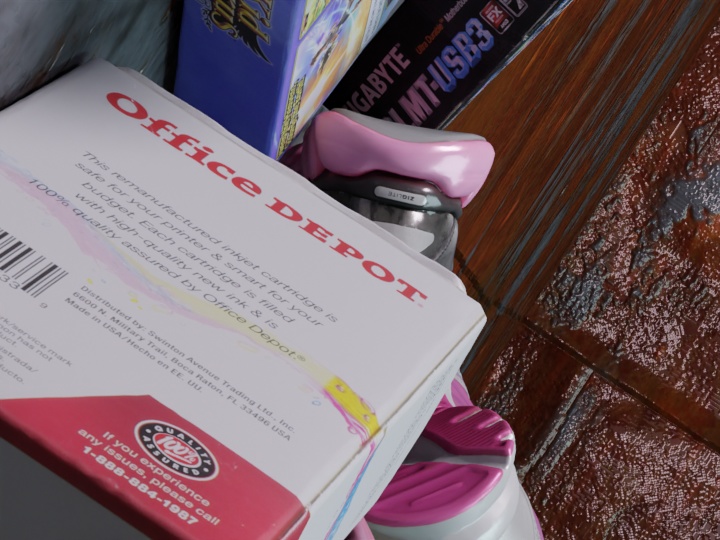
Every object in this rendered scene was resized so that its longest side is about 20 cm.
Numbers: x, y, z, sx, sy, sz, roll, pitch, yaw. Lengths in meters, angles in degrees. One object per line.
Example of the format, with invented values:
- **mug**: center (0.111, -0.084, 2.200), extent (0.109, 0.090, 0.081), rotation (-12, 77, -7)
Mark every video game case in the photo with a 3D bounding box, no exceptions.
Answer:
- **video game case**: center (0.010, -0.148, 0.924), extent (0.182, 0.045, 0.200), rotation (-54, 172, -22)

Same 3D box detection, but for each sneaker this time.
- **sneaker**: center (0.017, 0.084, 1.061), extent (0.081, 0.089, 0.200), rotation (-21, -160, -3)
- **sneaker**: center (0.000, 0.000, 1.055), extent (0.200, 0.078, 0.096), rotation (122, -26, -84)

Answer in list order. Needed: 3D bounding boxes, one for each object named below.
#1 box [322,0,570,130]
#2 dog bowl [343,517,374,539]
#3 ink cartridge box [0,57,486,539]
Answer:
- **box**: center (0.092, -0.145, 1.078), extent (0.200, 0.050, 0.199), rotation (-46, 180, -29)
- **dog bowl**: center (-0.081, 0.100, 0.854), extent (0.200, 0.199, 0.074), rotation (-41, 150, -64)
- **ink cartridge box**: center (-0.069, 0.034, 0.781), extent (0.083, 0.145, 0.200), rotation (-61, 171, 25)
